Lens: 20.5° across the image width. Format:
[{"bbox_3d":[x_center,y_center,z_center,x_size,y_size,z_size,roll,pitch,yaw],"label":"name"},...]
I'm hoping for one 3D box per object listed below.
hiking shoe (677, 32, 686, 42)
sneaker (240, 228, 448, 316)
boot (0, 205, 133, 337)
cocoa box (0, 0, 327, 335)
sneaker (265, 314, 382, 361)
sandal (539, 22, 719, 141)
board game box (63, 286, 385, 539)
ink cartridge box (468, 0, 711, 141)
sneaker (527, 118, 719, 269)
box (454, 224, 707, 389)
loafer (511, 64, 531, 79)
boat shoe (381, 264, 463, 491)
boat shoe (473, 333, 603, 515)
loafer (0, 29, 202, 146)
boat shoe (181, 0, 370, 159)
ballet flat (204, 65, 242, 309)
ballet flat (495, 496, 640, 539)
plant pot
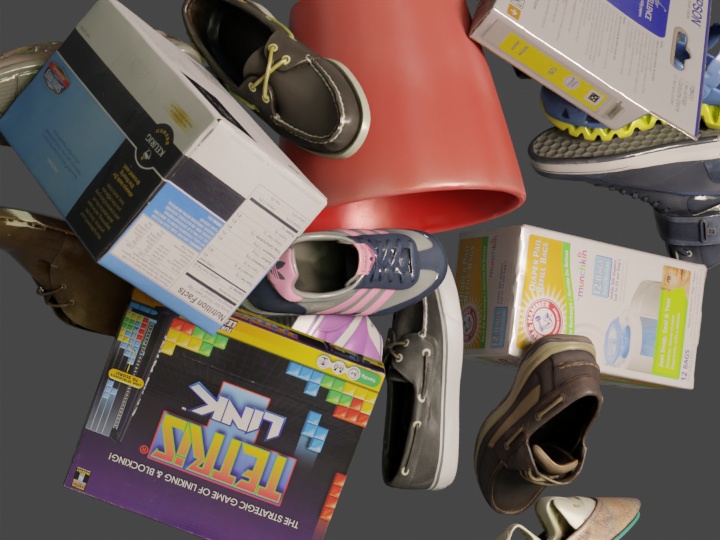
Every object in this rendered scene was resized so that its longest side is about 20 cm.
[{"bbox_3d":[0.258,-0.251,1.779,0.086,0.074,0.202,-24,110,-32],"label":"hiking shoe"},{"bbox_3d":[0.000,0.000,1.546,0.198,0.082,0.071,-9,84,-35],"label":"sneaker"},{"bbox_3d":[-0.224,0.000,1.492,0.199,0.073,0.076,21,88,-30],"label":"boot"},{"bbox_3d":[-0.145,-0.076,1.423,0.131,0.200,0.133,-49,135,6],"label":"cocoa box"},{"bbox_3d":[-0.050,0.108,1.584,0.114,0.072,0.201,46,70,-26],"label":"sneaker"},{"bbox_3d":[0.251,-0.166,1.703,0.198,0.080,0.088,-8,130,1],"label":"sandal"},{"bbox_3d":[-0.101,0.114,1.486,0.198,0.057,0.167,20,95,-4],"label":"board game box"},{"bbox_3d":[0.191,-0.207,1.618,0.199,0.047,0.199,33,42,-16],"label":"ink cartridge box"},{"bbox_3d":[0.249,-0.063,1.757,0.200,0.077,0.147,-4,126,1],"label":"sneaker"},{"bbox_3d":[0.184,0.034,1.701,0.198,0.101,0.114,12,82,-29],"label":"box"},{"bbox_3d":[0.138,-0.264,1.706,0.070,0.068,0.203,-21,102,-38],"label":"loafer"},{"bbox_3d":[0.046,0.083,1.641,0.056,0.068,0.203,-3,91,-29],"label":"boat shoe"},{"bbox_3d":[0.145,0.141,1.635,0.074,0.201,0.074,0,44,-17],"label":"boat shoe"},{"bbox_3d":[-0.220,-0.143,1.510,0.198,0.063,0.073,-13,127,-27],"label":"loafer"},{"bbox_3d":[-0.068,-0.150,1.507,0.060,0.201,0.072,18,108,-47],"label":"boat shoe"},{"bbox_3d":[-0.118,-0.057,1.559,0.069,0.069,0.202,-15,96,-29],"label":"ballet flat"},{"bbox_3d":[0.160,0.235,1.702,0.199,0.068,0.068,-36,99,-28],"label":"ballet flat"},{"bbox_3d":[0.022,-0.128,1.576,0.199,0.200,0.179,-2,81,-30],"label":"plant pot"}]
